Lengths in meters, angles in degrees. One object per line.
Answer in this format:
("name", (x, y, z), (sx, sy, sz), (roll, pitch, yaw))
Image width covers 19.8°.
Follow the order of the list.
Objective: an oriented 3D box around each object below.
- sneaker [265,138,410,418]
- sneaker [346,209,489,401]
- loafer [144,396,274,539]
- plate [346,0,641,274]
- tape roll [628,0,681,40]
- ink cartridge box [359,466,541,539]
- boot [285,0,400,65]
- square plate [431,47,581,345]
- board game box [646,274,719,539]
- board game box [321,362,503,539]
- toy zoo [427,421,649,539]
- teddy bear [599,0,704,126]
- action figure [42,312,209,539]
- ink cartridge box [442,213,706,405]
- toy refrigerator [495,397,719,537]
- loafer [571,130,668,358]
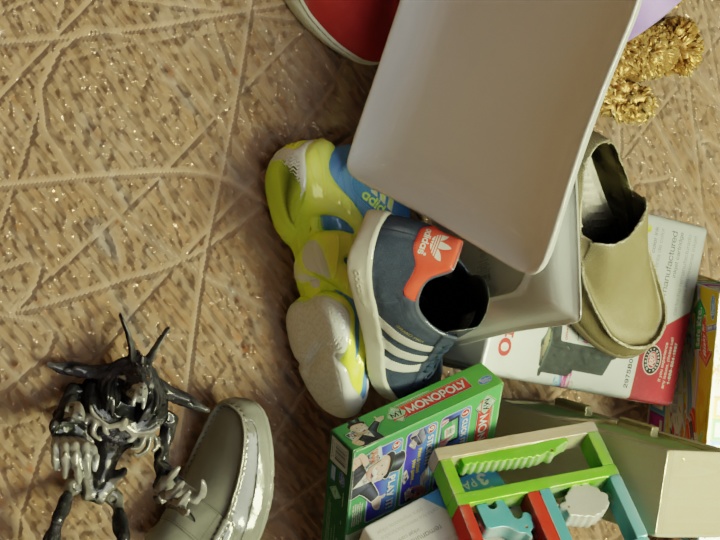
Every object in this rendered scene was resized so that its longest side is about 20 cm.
("sneaker", (0.000, 0.000, 1.468), (0.105, 0.076, 0.201), (-18, 106, -32))
("sneaker", (0.050, 0.037, 1.424), (0.200, 0.084, 0.075), (70, 34, -56))
("loafer", (-0.112, 0.184, 1.422), (0.070, 0.070, 0.201), (13, 90, -44))
("plate", (0.090, -0.122, 1.355), (0.032, 0.199, 0.201), (7, 107, -45))
("tape roll", (0.153, -0.238, 1.461), (0.200, 0.200, 0.085), (-49, 120, -19))
("ink cartridge box", (0.096, 0.247, 1.426), (0.115, 0.200, 0.068), (-25, 153, -27))
("boot", (0.000, -0.221, 1.392), (0.072, 0.144, 0.200), (-45, 121, -23))
("square plate", (0.092, -0.054, 1.428), (0.028, 0.200, 0.199), (1, 83, -22))
("board game box", (0.266, 0.108, 1.633), (0.034, 0.134, 0.201), (3, 96, -12))
("board game box", (0.033, 0.171, 1.493), (0.134, 0.029, 0.201), (-23, 136, -31))
("toy zoo", (0.140, 0.200, 1.415), (0.131, 0.201, 0.021), (-7, 145, -22))
("teddy bear", (0.190, -0.178, 1.577), (0.199, 0.067, 0.146), (-2, 96, -35))
("action figure", (-0.162, 0.133, 1.361), (0.118, 0.102, 0.201), (16, 89, -24))
("ink cartridge box", (0.154, 0.017, 1.573), (0.199, 0.083, 0.147), (11, 91, -36))
("toy refrigerator", (0.181, 0.142, 1.538), (0.076, 0.200, 0.070), (6, 94, -36))
("loafer", (0.175, -0.019, 1.489), (0.076, 0.067, 0.201), (-41, 117, -24))
